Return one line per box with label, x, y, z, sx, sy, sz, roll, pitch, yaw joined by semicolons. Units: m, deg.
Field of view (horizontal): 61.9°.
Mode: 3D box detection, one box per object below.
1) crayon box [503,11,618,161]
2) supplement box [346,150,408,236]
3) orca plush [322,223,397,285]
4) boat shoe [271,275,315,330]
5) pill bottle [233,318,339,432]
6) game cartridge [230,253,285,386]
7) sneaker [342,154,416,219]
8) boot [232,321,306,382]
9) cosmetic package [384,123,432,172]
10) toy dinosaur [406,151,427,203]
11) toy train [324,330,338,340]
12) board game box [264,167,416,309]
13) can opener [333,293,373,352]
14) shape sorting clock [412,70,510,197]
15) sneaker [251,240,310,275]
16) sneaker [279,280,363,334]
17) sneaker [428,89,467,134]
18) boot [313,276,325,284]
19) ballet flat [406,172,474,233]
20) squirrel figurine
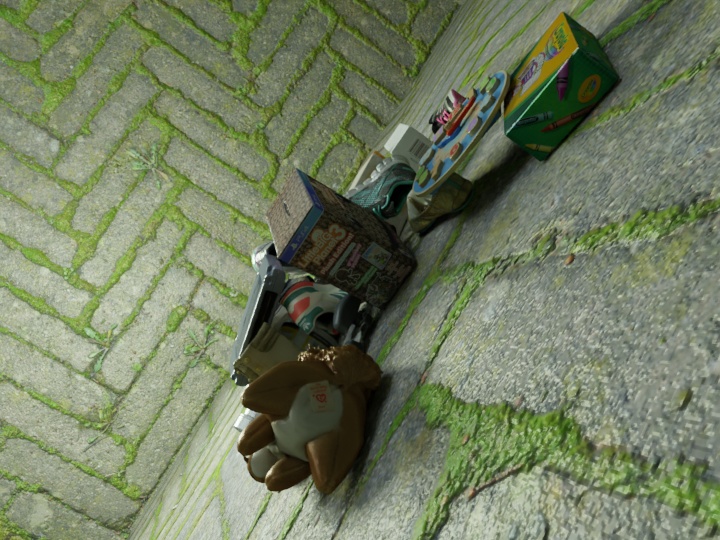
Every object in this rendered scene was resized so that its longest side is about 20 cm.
crayon box;0.233;-0.228;0.727;0.119;0.058;0.200;-51;11;33
supplement box;0.032;-0.133;1.224;0.074;0.126;0.200;-44;15;48
orca plush;0.000;0.000;1.113;0.200;0.105;0.071;-33;56;19
boat shoe;-0.159;0.093;1.117;0.092;0.075;0.200;-4;40;35
pill bottle;-0.124;0.189;0.997;0.201;0.112;0.112;-60;10;-22
game cartridge;-0.172;0.077;1.001;0.133;0.041;0.201;-128;57;-76
sneaker;0.027;-0.117;1.074;0.200;0.078;0.091;-47;44;6
boot;-0.125;0.184;0.879;0.073;0.155;0.201;-45;16;50
cosmetic package;0.115;-0.264;1.314;0.074;0.101;0.200;-54;9;10
toy dinosaur;0.117;-0.170;1.126;0.101;0.058;0.200;-52;10;31
toy train;-0.114;0.168;1.129;0.114;0.085;0.201;-18;39;60
board game box;-0.035;-0.051;0.956;0.097;0.199;0.160;-54;29;15
can opener;-0.029;0.123;0.898;0.053;0.066;0.201;-46;19;43
shape sorting clock;0.132;-0.187;0.819;0.200;0.039;0.200;-53;8;11
sneaker;-0.089;-0.031;1.103;0.140;0.199;0.078;-19;82;65
sneaker;-0.042;0.066;1.008;0.199;0.094;0.070;-2;-40;-49
sneaker;0.182;-0.301;1.193;0.088;0.074;0.200;-54;5;12
boot;-0.117;0.084;1.390;0.211;0.079;0.158;-41;22;24
ballet flat;0.109;-0.111;0.947;0.071;0.071;0.200;-59;10;-16
squirrel figurine;-0.062;0.184;0.742;0.200;0.141;0.187;-46;-9;-39
